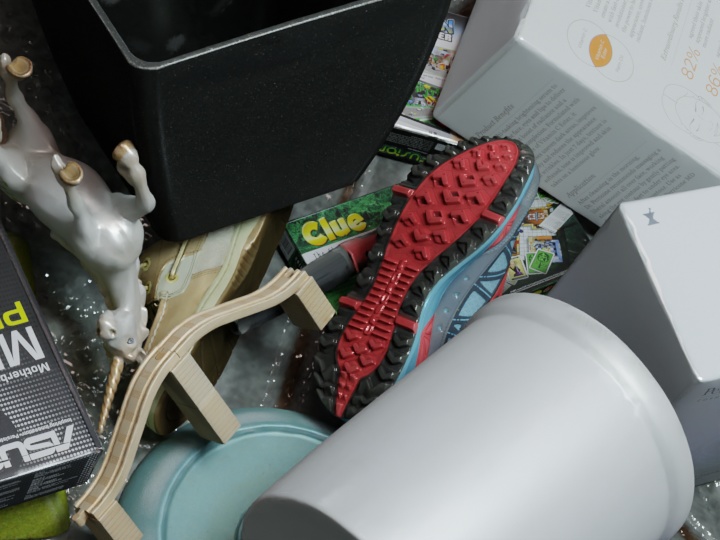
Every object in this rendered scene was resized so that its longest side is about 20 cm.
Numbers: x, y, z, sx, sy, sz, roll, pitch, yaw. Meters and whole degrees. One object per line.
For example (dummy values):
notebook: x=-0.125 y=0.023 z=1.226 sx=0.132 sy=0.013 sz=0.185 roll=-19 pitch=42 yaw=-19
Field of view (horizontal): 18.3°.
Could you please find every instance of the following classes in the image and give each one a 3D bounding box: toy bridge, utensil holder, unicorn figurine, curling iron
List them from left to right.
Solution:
unicorn figurine: x=-0.162 y=-0.033 z=1.261 sx=0.074 sy=0.138 sz=0.200 roll=-25 pitch=61 yaw=-16
toy bridge: x=-0.096 y=0.070 z=1.270 sx=0.200 sy=0.027 sz=0.067 roll=-49 pitch=126 yaw=-23
curling iron: x=0.000 y=0.000 z=1.371 sx=0.199 sy=0.026 sz=0.050 roll=-21 pitch=72 yaw=-38
utensil holder: x=0.057 y=0.135 z=1.235 sx=0.200 sy=0.170 sz=0.170 roll=-35 pitch=77 yaw=-31

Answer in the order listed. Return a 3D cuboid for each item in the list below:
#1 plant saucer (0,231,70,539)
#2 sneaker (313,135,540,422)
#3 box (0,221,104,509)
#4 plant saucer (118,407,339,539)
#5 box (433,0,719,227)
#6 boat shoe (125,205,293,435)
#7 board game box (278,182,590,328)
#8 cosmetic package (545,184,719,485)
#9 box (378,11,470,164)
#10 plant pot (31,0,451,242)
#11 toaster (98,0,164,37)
plant saucer: x=-0.268 y=0.055 z=1.260 sx=0.199 sy=0.048 sz=0.200 roll=-1 pitch=61 yaw=-22
sneaker: x=0.047 y=0.011 z=1.358 sx=0.079 sy=0.096 sz=0.200 roll=30 pitch=83 yaw=35
box: x=-0.260 y=0.064 z=1.200 sx=0.199 sy=0.044 sz=0.161 roll=-15 pitch=65 yaw=-28
plant saucer: x=-0.044 y=0.164 z=1.294 sx=0.199 sy=0.027 sz=0.201 roll=10 pitch=56 yaw=-16
box: x=0.172 y=-0.126 z=1.483 sx=0.200 sy=0.106 sz=0.153 roll=32 pitch=52 yaw=-13
boat shoe: x=-0.101 y=0.007 z=1.347 sx=0.066 sy=0.074 sz=0.201 roll=18 pitch=57 yaw=12
board game box: x=0.052 y=-0.013 z=1.442 sx=0.199 sy=0.023 sz=0.105 roll=-19 pitch=71 yaw=-30
cosmetic package: x=0.221 y=0.042 z=1.364 sx=0.199 sy=0.200 sz=0.123 roll=-11 pitch=64 yaw=-26
box: x=-0.022 y=-0.141 z=1.484 sx=0.199 sy=0.035 sz=0.110 roll=15 pitch=56 yaw=-12
plant pot: x=-0.081 y=-0.136 z=1.299 sx=0.199 sy=0.178 sz=0.200 roll=-19 pitch=51 yaw=-23
toaster: x=-0.154 y=-0.231 z=1.407 sx=0.129 sy=0.114 sz=0.200 roll=-37 pitch=91 yaw=-2
